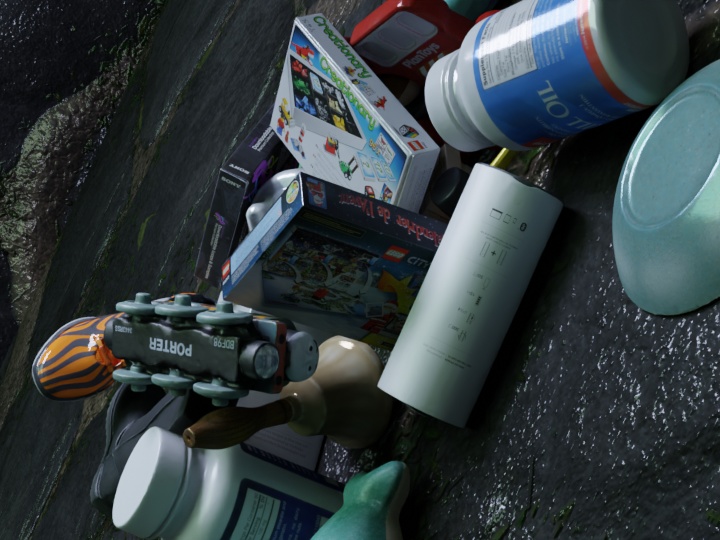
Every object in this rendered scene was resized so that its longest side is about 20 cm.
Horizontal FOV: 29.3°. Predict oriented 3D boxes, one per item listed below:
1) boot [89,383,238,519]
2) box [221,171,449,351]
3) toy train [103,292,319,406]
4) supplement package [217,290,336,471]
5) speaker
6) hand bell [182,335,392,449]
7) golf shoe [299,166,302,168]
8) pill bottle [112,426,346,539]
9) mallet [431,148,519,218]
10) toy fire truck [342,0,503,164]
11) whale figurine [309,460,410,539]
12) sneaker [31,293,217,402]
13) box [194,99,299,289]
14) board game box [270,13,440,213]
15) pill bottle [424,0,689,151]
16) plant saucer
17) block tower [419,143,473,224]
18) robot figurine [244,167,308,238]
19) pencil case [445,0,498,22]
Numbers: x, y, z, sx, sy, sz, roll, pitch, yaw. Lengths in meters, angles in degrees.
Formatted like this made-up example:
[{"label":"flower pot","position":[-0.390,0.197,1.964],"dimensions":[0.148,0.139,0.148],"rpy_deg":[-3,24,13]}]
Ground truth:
[{"label":"boot","position":[-0.183,0.130,1.328],"dimensions":[0.200,0.065,0.166],"rpy_deg":[-46,29,43]},{"label":"box","position":[0.000,0.000,1.172],"dimensions":[0.137,0.198,0.038],"rpy_deg":[-46,37,38]},{"label":"toy train","position":[-0.127,0.063,1.167],"dimensions":[0.198,0.113,0.086],"rpy_deg":[5,94,41]},{"label":"supplement package","position":[-0.099,0.120,1.392],"dimensions":[0.117,0.116,0.202],"rpy_deg":[-24,46,60]},{"label":"speaker","position":[0.088,0.021,1.107],"dimensions":[0.202,0.081,0.081],"rpy_deg":[-66,21,0]},{"label":"hand bell","position":[-0.074,0.122,1.189],"dimensions":[0.103,0.199,0.106],"rpy_deg":[7,101,40]},{"label":"golf shoe","position":[-0.041,-0.070,1.503],"dimensions":[0.202,0.087,0.077],"rpy_deg":[-67,19,-1]},{"label":"pill bottle","position":[-0.106,0.213,1.196],"dimensions":[0.120,0.198,0.120],"rpy_deg":[-49,26,34]},{"label":"mallet","position":[0.134,-0.123,1.176],"dimensions":[0.201,0.065,0.041],"rpy_deg":[-59,25,15]},{"label":"toy fire truck","position":[0.061,-0.186,1.273],"dimensions":[0.199,0.167,0.113],"rpy_deg":[-21,48,61]},{"label":"whale figurine","position":[-0.019,0.242,1.090],"dimensions":[0.159,0.103,0.202],"rpy_deg":[-30,40,56]},{"label":"sneaker","position":[-0.224,0.065,1.364],"dimensions":[0.199,0.078,0.112],"rpy_deg":[-27,4,-35]},{"label":"box","position":[-0.103,-0.094,1.409],"dimensions":[0.201,0.036,0.144],"rpy_deg":[-61,-8,-50]},{"label":"board game box","position":[-0.010,-0.121,1.244],"dimensions":[0.201,0.034,0.127],"rpy_deg":[53,142,31]},{"label":"pill bottle","position":[0.146,-0.157,1.076],"dimensions":[0.199,0.112,0.113],"rpy_deg":[-17,50,49]},{"label":"plant saucer","position":[0.226,-0.070,0.939],"dimensions":[0.201,0.038,0.202],"rpy_deg":[-50,25,34]},{"label":"block tower","position":[0.047,-0.020,1.286],"dimensions":[0.201,0.057,0.054],"rpy_deg":[-54,24,32]},{"label":"robot figurine","position":[-0.036,-0.047,1.368],"dimensions":[0.168,0.199,0.114],"rpy_deg":[-10,94,28]},{"label":"pencil case","position":[0.122,-0.323,1.390],"dimensions":[0.200,0.084,0.093],"rpy_deg":[-51,54,31]}]
